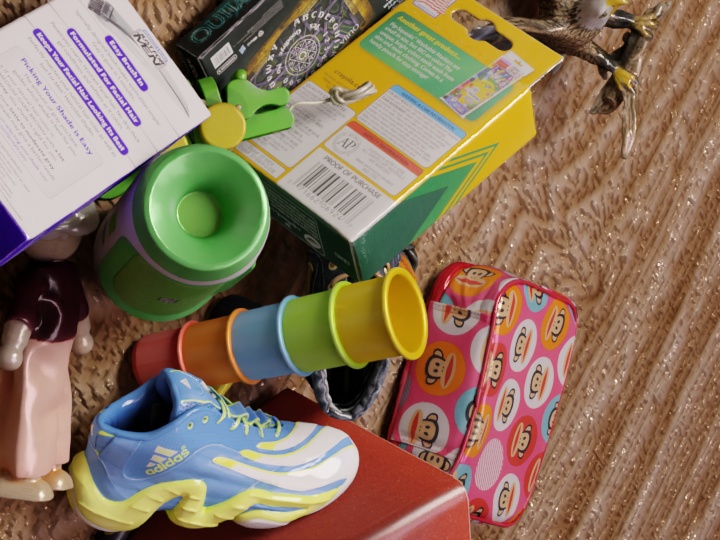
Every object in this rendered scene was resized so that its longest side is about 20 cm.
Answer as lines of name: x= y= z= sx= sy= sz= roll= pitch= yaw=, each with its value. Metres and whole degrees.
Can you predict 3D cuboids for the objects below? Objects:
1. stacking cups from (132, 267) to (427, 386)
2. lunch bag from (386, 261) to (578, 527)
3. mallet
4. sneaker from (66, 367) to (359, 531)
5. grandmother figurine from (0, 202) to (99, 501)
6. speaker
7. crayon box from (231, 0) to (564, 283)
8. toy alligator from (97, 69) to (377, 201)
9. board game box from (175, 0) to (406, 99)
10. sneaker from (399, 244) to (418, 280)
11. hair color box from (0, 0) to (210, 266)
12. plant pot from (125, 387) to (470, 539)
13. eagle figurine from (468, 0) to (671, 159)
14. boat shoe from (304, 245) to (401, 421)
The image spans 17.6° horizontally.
stacking cups: x=-0.058 y=0.044 z=1.505 sx=0.060 sy=0.199 sz=0.061 roll=37 pitch=47 yaw=-56
lunch bag: x=0.105 y=0.102 z=1.853 sx=0.176 sy=0.082 sz=0.201 roll=21 pitch=85 yaw=-55
mallet: x=-0.108 y=0.109 z=1.576 sx=0.201 sy=0.066 sz=0.041 roll=-61 pitch=144 yaw=-17
sneaker: x=-0.089 y=0.113 z=1.508 sx=0.199 sy=0.076 sz=0.105 roll=-9 pitch=136 yaw=-21
grandmother figurine: x=-0.198 y=0.038 z=1.437 sx=0.121 sy=0.060 sz=0.201 roll=-53 pitch=150 yaw=-82
speaker: x=-0.111 y=-0.020 z=1.413 sx=0.088 sy=0.200 sz=0.089 roll=2 pitch=81 yaw=-14
crayon box: x=0.026 y=-0.096 z=1.546 sx=0.200 sy=0.126 sz=0.052 roll=-41 pitch=146 yaw=-19
toy alligator: x=-0.089 y=-0.103 z=1.491 sx=0.199 sy=0.059 sz=0.054 roll=-23 pitch=91 yaw=-12
board game box: x=-0.026 y=-0.166 z=1.570 sx=0.200 sy=0.028 sz=0.135 roll=-44 pitch=141 yaw=-17
sneaker: x=0.006 y=-0.031 z=1.668 sx=0.074 sy=0.079 sz=0.201 roll=-35 pitch=128 yaw=-39
hair color box: x=-0.183 y=-0.085 z=1.327 sx=0.109 sy=0.065 sz=0.200 roll=54 pitch=38 yaw=-3
plant pot: x=-0.051 y=0.230 z=1.610 sx=0.176 sy=0.200 sz=0.201 roll=-24 pitch=122 yaw=-33
eagle figurine: x=0.143 y=-0.198 z=1.778 sx=0.199 sy=0.151 sz=0.152 roll=18 pitch=43 yaw=-26
boat shoe: x=0.000 y=0.000 z=1.590 sx=0.070 sy=0.091 sz=0.201 roll=3 pitch=104 yaw=-8
